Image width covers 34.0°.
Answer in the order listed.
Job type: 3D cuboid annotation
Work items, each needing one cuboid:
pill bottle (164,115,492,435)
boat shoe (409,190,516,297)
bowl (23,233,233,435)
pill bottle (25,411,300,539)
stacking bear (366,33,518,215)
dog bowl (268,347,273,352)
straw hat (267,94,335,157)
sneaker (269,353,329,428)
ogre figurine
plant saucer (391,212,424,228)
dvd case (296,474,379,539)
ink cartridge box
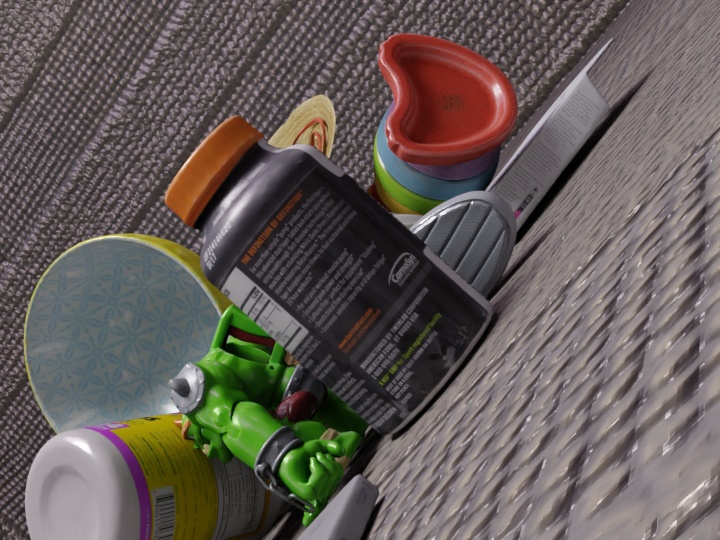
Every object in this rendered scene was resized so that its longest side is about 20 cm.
[{"bbox_3d":[-0.024,-0.003,0.717,0.106,0.200,0.106,-48,0,1],"label":"pill bottle"},{"bbox_3d":[0.045,0.016,0.848,0.201,0.072,0.062,-52,-2,32],"label":"boat shoe"},{"bbox_3d":[-0.165,0.060,0.970,0.201,0.200,0.108,-49,-8,24],"label":"bowl"},{"bbox_3d":[-0.124,0.151,0.819,0.199,0.105,0.104,-2,-40,-52],"label":"pill bottle"},{"bbox_3d":[0.054,-0.085,1.004,0.201,0.112,0.123,109,160,-56],"label":"stacking bear"},{"bbox_3d":[-0.086,0.042,1.106,0.198,0.059,0.200,-18,9,3],"label":"dog bowl"},{"bbox_3d":[-0.044,-0.046,1.048,0.201,0.084,0.203,-43,33,38],"label":"straw hat"},{"bbox_3d":[-0.036,0.116,0.964,0.108,0.070,0.202,-24,-36,-48],"label":"sneaker"},{"bbox_3d":[-0.054,0.088,0.766,0.099,0.119,0.200,-62,-5,29],"label":"ogre figurine"},{"bbox_3d":[0.000,0.000,0.962,0.197,0.051,0.201,-15,-23,-7],"label":"plant saucer"},{"bbox_3d":[-0.057,0.178,0.510,0.143,0.018,0.200,-49,1,17],"label":"dvd case"},{"bbox_3d":[0.146,-0.084,1.033,0.200,0.043,0.196,-50,-2,-17],"label":"ink cartridge box"}]
